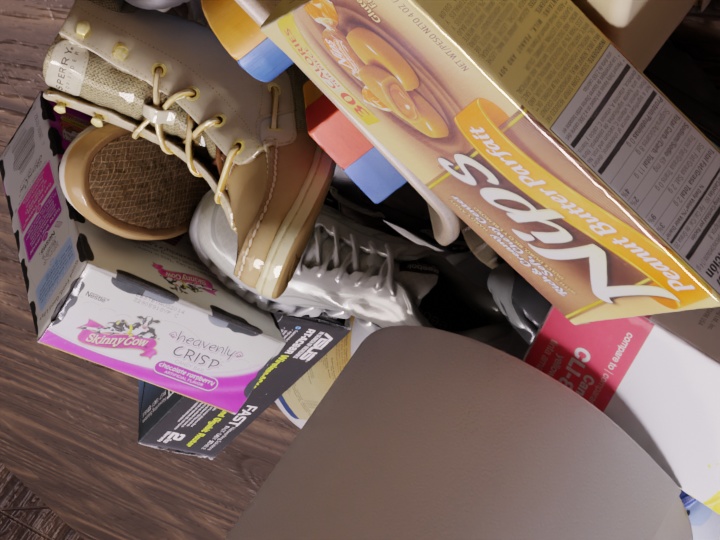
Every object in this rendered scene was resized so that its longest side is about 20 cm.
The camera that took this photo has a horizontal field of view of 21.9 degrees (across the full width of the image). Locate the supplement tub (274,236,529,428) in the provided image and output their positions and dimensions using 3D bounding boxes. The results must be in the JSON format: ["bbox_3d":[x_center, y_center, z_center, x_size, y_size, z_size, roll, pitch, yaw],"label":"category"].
[{"bbox_3d":[0.035,0.049,1.223,0.144,0.145,0.200,45,159,-23],"label":"supplement tub"}]

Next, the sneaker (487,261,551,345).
[{"bbox_3d":[0.153,0.031,1.025,0.200,0.079,0.075,28,-161,-34],"label":"sneaker"}]

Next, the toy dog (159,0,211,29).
[{"bbox_3d":[-0.122,-0.167,1.120,0.132,0.096,0.200,41,149,9],"label":"toy dog"}]

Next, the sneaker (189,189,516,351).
[{"bbox_3d":[0.000,0.000,1.059,0.199,0.075,0.081,24,163,-11],"label":"sneaker"}]

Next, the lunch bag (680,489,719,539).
[{"bbox_3d":[0.230,0.138,1.057,0.076,0.160,0.200,58,167,19],"label":"lunch bag"}]

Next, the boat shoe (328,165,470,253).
[{"bbox_3d":[0.001,-0.068,1.085,0.200,0.074,0.060,32,168,-21],"label":"boat shoe"}]

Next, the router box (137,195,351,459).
[{"bbox_3d":[-0.082,0.014,1.227,0.062,0.151,0.200,13,144,-27],"label":"router box"}]

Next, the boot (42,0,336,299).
[{"bbox_3d":[-0.090,-0.073,0.950,0.155,0.200,0.073,21,124,-11],"label":"boot"}]

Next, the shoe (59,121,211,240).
[{"bbox_3d":[-0.118,-0.054,1.070,0.053,0.070,0.200,3,-176,27],"label":"shoe"}]

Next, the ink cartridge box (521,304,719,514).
[{"bbox_3d":[0.198,0.047,0.907,0.200,0.145,0.084,33,130,11],"label":"ink cartridge box"}]

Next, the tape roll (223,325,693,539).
[{"bbox_3d":[0.046,0.144,0.923,0.202,0.139,0.203,30,155,15],"label":"tape roll"}]

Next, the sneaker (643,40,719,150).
[{"bbox_3d":[0.172,-0.038,0.864,0.199,0.079,0.076,28,155,19],"label":"sneaker"}]

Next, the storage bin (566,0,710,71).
[{"bbox_3d":[0.049,-0.179,0.755,0.198,0.094,0.200,32,161,14],"label":"storage bin"}]

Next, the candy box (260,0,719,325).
[{"bbox_3d":[0.064,-0.063,0.769,0.200,0.055,0.115,42,160,-16],"label":"candy box"}]

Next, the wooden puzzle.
[{"bbox_3d":[-0.024,-0.120,0.933,0.200,0.046,0.186,50,-163,-28],"label":"wooden puzzle"}]

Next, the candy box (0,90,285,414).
[{"bbox_3d":[-0.135,-0.013,1.114,0.136,0.061,0.200,24,-157,-30],"label":"candy box"}]

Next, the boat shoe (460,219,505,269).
[{"bbox_3d":[0.093,-0.038,1.018,0.072,0.068,0.200,-17,148,11],"label":"boat shoe"}]

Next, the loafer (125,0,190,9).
[{"bbox_3d":[-0.136,-0.221,0.977,0.200,0.073,0.072,47,155,32],"label":"loafer"}]
